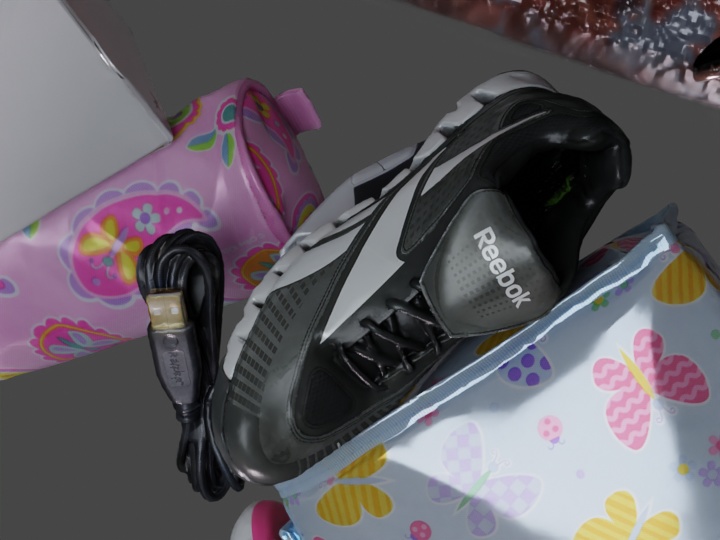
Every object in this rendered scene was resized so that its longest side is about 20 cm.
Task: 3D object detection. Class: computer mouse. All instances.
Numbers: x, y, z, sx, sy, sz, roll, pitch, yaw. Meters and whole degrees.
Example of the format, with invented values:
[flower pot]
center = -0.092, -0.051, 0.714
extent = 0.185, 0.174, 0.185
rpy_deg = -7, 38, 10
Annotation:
[computer mouse]
center = 0.000, 0.000, 1.019
extent = 0.044, 0.200, 0.110
rpy_deg = 27, 140, 53

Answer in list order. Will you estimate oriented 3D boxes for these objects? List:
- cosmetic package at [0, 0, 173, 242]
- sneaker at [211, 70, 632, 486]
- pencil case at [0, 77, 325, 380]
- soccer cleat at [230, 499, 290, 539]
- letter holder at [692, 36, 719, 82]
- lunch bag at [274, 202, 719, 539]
[cosmetic package]
center = -0.190, -0.056, 1.023
extent = 0.200, 0.085, 0.108
rpy_deg = -30, 133, 5
[sneaker]
center = 0.026, 0.003, 0.950
extent = 0.200, 0.090, 0.067
rpy_deg = -46, 115, -16
[pencil case]
center = -0.108, -0.013, 1.073
extent = 0.200, 0.087, 0.088
rpy_deg = -21, 95, 19
[soccer cleat]
center = -0.026, 0.199, 1.099
extent = 0.086, 0.070, 0.200
rpy_deg = -22, 95, 20
[letter holder]
center = 0.163, -0.093, 0.909
extent = 0.142, 0.200, 0.101
rpy_deg = -19, 96, 20
[lunch bag]
center = 0.085, 0.095, 1.015
extent = 0.200, 0.127, 0.170
rpy_deg = -36, 90, 9
